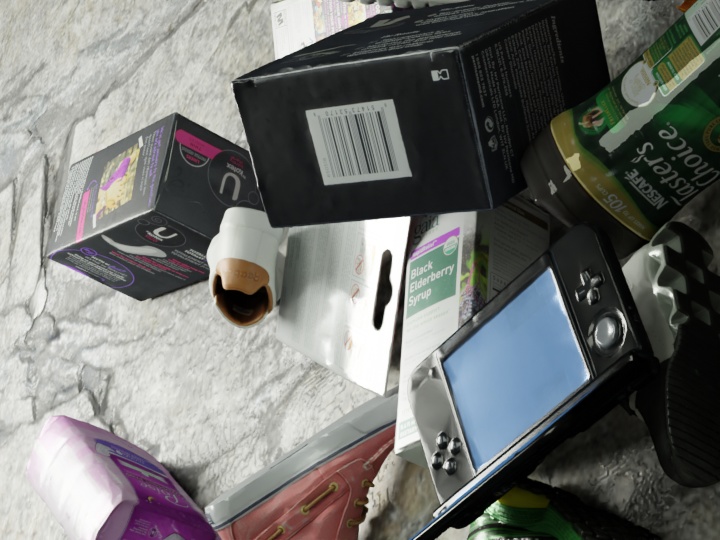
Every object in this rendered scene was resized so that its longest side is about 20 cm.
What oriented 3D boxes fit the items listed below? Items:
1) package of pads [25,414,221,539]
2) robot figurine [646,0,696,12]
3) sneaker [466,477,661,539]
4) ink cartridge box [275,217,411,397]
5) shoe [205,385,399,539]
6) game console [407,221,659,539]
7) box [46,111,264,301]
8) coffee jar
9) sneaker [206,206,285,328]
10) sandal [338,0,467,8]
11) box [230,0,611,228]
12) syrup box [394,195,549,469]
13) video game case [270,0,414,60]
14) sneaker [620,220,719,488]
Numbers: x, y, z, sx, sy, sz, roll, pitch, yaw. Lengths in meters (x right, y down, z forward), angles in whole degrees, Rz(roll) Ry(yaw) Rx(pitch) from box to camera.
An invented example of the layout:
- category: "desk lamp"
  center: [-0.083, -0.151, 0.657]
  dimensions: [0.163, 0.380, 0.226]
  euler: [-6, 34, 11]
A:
- category: "package of pads"
  center: [-0.208, 0.205, 1.653]
  dimensions: [0.076, 0.120, 0.200]
  euler: [-61, 31, 5]
- category: "robot figurine"
  center: [0.246, -0.244, 1.358]
  dimensions: [0.146, 0.058, 0.200]
  euler: [-59, 33, 9]
- category: "sneaker"
  center: [0.132, 0.191, 1.224]
  dimensions: [0.200, 0.078, 0.086]
  euler: [17, 89, 67]
- category: "ink cartridge box"
  center: [0.000, 0.000, 1.508]
  dimensions: [0.200, 0.047, 0.161]
  euler: [24, 108, 60]
- category: "shoe"
  center: [-0.014, 0.168, 1.452]
  dimensions: [0.199, 0.091, 0.071]
  euler: [-33, 1, 4]
- category: "game console"
  center: [0.076, 0.082, 1.186]
  dimensions: [0.200, 0.116, 0.177]
  euler: [-43, 49, 35]
- category: "box"
  center: [-0.191, -0.057, 1.806]
  dimensions: [0.199, 0.122, 0.107]
  euler: [-17, 54, 49]
- category: "coffee jar"
  center: [0.205, -0.096, 1.249]
  dimensions: [0.200, 0.104, 0.086]
  euler: [-40, 40, 22]
- category: "sneaker"
  center: [-0.102, 0.013, 1.608]
  dimensions: [0.200, 0.072, 0.085]
  euler: [91, -170, -75]
- category: "sandal"
  center: [0.071, -0.232, 1.483]
  dimensions: [0.083, 0.201, 0.050]
  euler: [-107, 17, -73]
- category: "box"
  center: [0.051, -0.119, 1.365]
  dimensions: [0.196, 0.200, 0.118]
  euler: [-3, 108, 36]
- category: "syrup box"
  center: [0.082, 0.043, 1.377]
  dimensions: [0.079, 0.081, 0.201]
  euler: [-26, 50, 43]
- category: "video game case"
  center: [-0.008, -0.142, 1.603]
  dimensions: [0.181, 0.036, 0.202]
  euler: [-7, 89, 55]
- category: "sneaker"
  center: [0.191, 0.068, 1.215]
  dimensions: [0.088, 0.074, 0.201]
  euler: [-39, 30, 34]
